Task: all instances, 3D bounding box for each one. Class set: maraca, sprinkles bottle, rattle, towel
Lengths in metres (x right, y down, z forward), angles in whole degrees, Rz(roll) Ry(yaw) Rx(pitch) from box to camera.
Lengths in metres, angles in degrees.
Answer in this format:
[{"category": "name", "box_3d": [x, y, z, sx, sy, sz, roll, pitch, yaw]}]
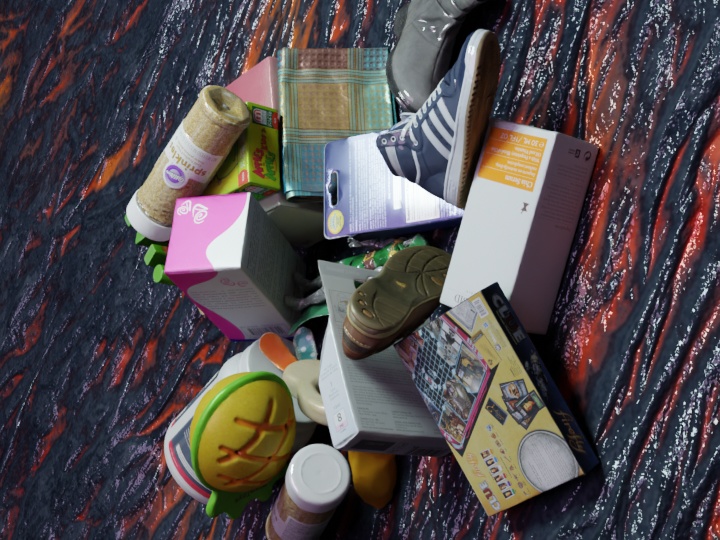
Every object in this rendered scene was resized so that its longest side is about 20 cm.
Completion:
[{"category": "maraca", "box_3d": [-0.130, 0.197, 1.364, 0.107, 0.136, 0.202, 39, 142, 40]}, {"category": "sprinkles bottle", "box_3d": [-0.205, -0.125, 1.440, 0.200, 0.068, 0.069, -51, 47, 31]}, {"category": "rattle", "box_3d": [-0.035, 0.164, 1.425, 0.198, 0.130, 0.144, 15, 135, 35]}, {"category": "towel", "box_3d": [-0.026, -0.178, 1.467, 0.022, 0.145, 0.203, 110, 157, -70]}, {"category": "sprinkles bottle", "box_3d": [-0.062, 0.265, 1.380, 0.201, 0.067, 0.069, 112, 149, -58]}]

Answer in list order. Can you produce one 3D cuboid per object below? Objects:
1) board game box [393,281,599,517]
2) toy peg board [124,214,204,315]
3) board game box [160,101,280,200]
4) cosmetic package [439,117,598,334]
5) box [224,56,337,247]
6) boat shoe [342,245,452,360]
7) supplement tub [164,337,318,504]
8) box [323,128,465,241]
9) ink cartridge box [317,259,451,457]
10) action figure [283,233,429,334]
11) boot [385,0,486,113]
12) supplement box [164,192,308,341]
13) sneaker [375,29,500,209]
[{"category": "board game box", "box_3d": [0.132, 0.131, 1.214, 0.135, 0.034, 0.202, -34, 83, 41]}, {"category": "toy peg board", "box_3d": [-0.239, -0.078, 1.723, 0.200, 0.097, 0.201, -57, 45, 25]}, {"category": "board game box", "box_3d": [-0.176, -0.121, 1.495, 0.199, 0.047, 0.103, -22, 66, 47]}, {"category": "cosmetic package", "box_3d": [0.162, -0.046, 1.255, 0.101, 0.071, 0.203, 21, 98, 50]}, {"category": "box", "box_3d": [-0.091, -0.146, 1.535, 0.108, 0.127, 0.203, -25, 64, 45]}, {"category": "boat shoe", "box_3d": [0.041, 0.033, 1.299, 0.072, 0.200, 0.068, 38, 128, 15]}, {"category": "supplement tub", "box_3d": [-0.141, 0.189, 1.510, 0.200, 0.139, 0.141, -46, 50, 34]}, {"category": "box", "box_3d": [0.049, -0.103, 1.386, 0.198, 0.032, 0.123, -7, 75, 27]}, {"category": "ink cartridge box", "box_3d": [0.021, 0.098, 1.318, 0.057, 0.161, 0.202, -41, 54, 35]}, {"category": "action figure", "box_3d": [0.000, 0.000, 1.433, 0.199, 0.055, 0.119, -22, 32, 32]}, {"category": "boot", "box_3d": [0.093, -0.270, 1.361, 0.131, 0.069, 0.202, -39, 40, 39]}, {"category": "supplement box", "box_3d": [-0.145, 0.000, 1.469, 0.100, 0.200, 0.105, -3, 64, 17]}, {"category": "sneaker", "box_3d": [0.079, -0.167, 1.269, 0.108, 0.070, 0.202, 24, 130, 22]}]
